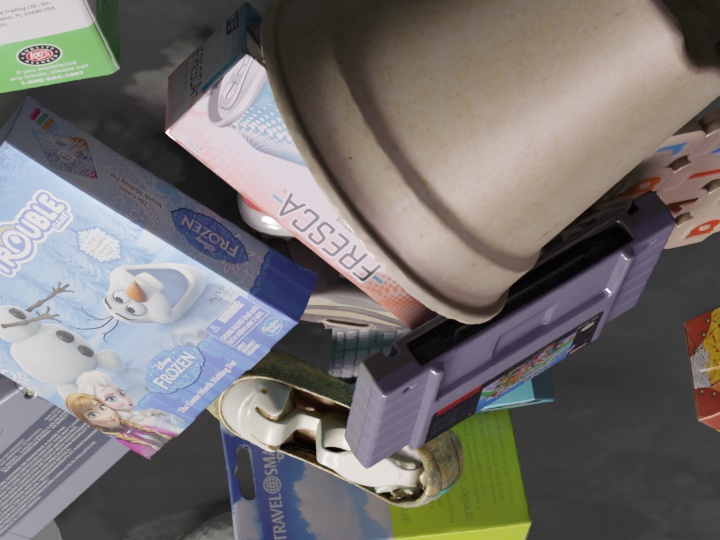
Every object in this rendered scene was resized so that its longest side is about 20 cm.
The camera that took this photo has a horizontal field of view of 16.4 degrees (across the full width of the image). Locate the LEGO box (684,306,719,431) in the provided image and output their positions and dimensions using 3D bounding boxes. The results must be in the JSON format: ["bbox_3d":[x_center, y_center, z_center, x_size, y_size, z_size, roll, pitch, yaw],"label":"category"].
[{"bbox_3d":[0.339,0.073,1.700,0.149,0.077,0.200,-26,144,33],"label":"LEGO box"}]

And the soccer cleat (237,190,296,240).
[{"bbox_3d":[0.027,-0.067,1.430,0.200,0.068,0.073,-6,133,-2],"label":"soccer cleat"}]

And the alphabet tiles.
[{"bbox_3d":[0.161,-0.037,1.491,0.195,0.015,0.200,-12,156,-29],"label":"alphabet tiles"}]

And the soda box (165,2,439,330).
[{"bbox_3d":[-0.012,-0.052,1.366,0.200,0.064,0.068,38,113,-25],"label":"soda box"}]

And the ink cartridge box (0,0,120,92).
[{"bbox_3d":[-0.210,-0.168,1.191,0.146,0.084,0.200,-8,150,6],"label":"ink cartridge box"}]

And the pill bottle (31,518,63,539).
[{"bbox_3d":[-0.284,0.244,1.879,0.112,0.112,0.200,6,148,-18],"label":"pill bottle"}]

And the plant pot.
[{"bbox_3d":[0.083,-0.104,1.265,0.183,0.201,0.200,-33,141,22],"label":"plant pot"}]

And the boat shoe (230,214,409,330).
[{"bbox_3d":[0.000,0.000,1.546,0.200,0.075,0.073,11,164,-22],"label":"boat shoe"}]

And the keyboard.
[{"bbox_3d":[0.006,0.067,1.710,0.056,0.011,0.200,-2,151,-5],"label":"keyboard"}]

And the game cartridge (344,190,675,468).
[{"bbox_3d":[0.084,0.037,1.426,0.200,0.038,0.130,-30,158,-16],"label":"game cartridge"}]

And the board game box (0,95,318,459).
[{"bbox_3d":[-0.159,0.011,1.486,0.199,0.043,0.200,32,140,-13],"label":"board game box"}]

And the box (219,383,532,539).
[{"bbox_3d":[0.007,0.136,1.700,0.200,0.122,0.048,-6,152,-8],"label":"box"}]

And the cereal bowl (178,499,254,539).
[{"bbox_3d":[-0.058,0.228,1.911,0.200,0.083,0.200,-3,150,-2],"label":"cereal bowl"}]

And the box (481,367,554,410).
[{"bbox_3d":[0.076,0.065,1.598,0.082,0.049,0.200,-9,176,8],"label":"box"}]

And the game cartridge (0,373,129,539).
[{"bbox_3d":[-0.231,0.119,1.682,0.200,0.042,0.133,-42,137,19],"label":"game cartridge"}]

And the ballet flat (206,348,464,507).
[{"bbox_3d":[-0.030,0.102,1.642,0.200,0.071,0.071,21,151,8],"label":"ballet flat"}]
